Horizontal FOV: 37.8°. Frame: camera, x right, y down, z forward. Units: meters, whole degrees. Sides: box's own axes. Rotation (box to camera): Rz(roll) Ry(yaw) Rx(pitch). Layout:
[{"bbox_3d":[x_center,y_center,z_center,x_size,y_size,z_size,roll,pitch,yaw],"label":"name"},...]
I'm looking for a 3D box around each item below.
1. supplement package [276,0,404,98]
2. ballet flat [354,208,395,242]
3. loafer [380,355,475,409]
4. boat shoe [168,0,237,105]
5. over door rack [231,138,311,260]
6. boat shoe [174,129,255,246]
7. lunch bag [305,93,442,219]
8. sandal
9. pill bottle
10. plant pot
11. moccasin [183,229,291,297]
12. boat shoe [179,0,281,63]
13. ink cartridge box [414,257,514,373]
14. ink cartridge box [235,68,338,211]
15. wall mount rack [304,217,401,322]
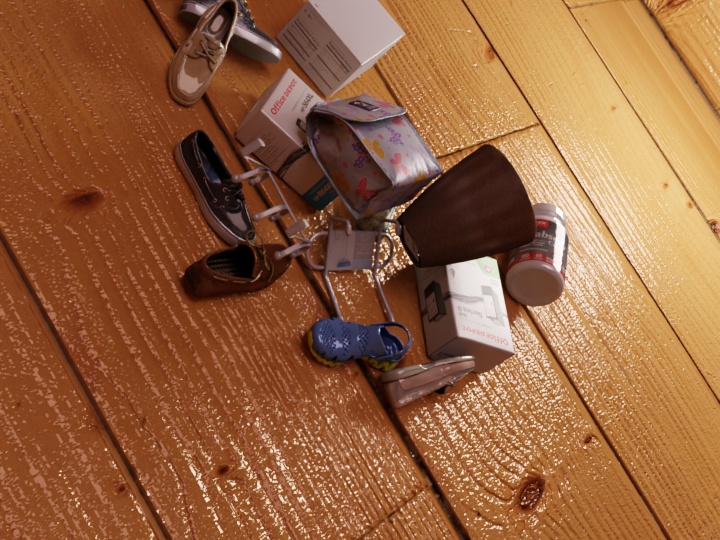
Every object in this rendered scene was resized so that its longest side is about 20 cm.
[{"bbox_3d":[-0.035,-0.453,2.024,0.156,0.111,0.200,49,40,-4],"label":"supplement package"},{"bbox_3d":[0.040,-0.126,1.898,0.071,0.071,0.201,42,41,-12],"label":"ballet flat"},{"bbox_3d":[0.115,0.184,1.748,0.198,0.072,0.064,-7,83,-40],"label":"loafer"},{"bbox_3d":[-0.257,-0.366,1.743,0.072,0.065,0.202,32,65,-21],"label":"boat shoe"},{"bbox_3d":[-0.134,-0.097,1.560,0.149,0.066,0.200,60,-5,7],"label":"over door rack"},{"bbox_3d":[-0.216,-0.131,1.645,0.070,0.066,0.201,-20,77,-49],"label":"boat shoe"},{"bbox_3d":[0.016,-0.207,1.755,0.169,0.127,0.201,-20,72,-53],"label":"lunch bag"},{"bbox_3d":[0.004,0.108,1.669,0.198,0.087,0.080,6,65,-39],"label":"sandal"},{"bbox_3d":[0.355,-0.035,2.094,0.115,0.116,0.201,36,42,-18],"label":"pill bottle"},{"bbox_3d":[0.168,-0.089,1.801,0.198,0.187,0.188,-26,79,-12],"label":"plant pot"},{"bbox_3d":[-0.175,-0.012,1.588,0.200,0.078,0.074,-6,62,-48],"label":"moccasin"},{"bbox_3d":[-0.214,-0.447,1.853,0.199,0.071,0.092,26,75,-27],"label":"boat shoe"},{"bbox_3d":[0.185,0.066,1.877,0.145,0.084,0.202,17,50,-34],"label":"ink cartridge box"},{"bbox_3d":[-0.098,-0.226,1.816,0.200,0.084,0.147,41,41,-16],"label":"ink cartridge box"},{"bbox_3d":[0.000,0.000,1.759,0.198,0.074,0.176,-2,101,-41],"label":"wall mount rack"}]
